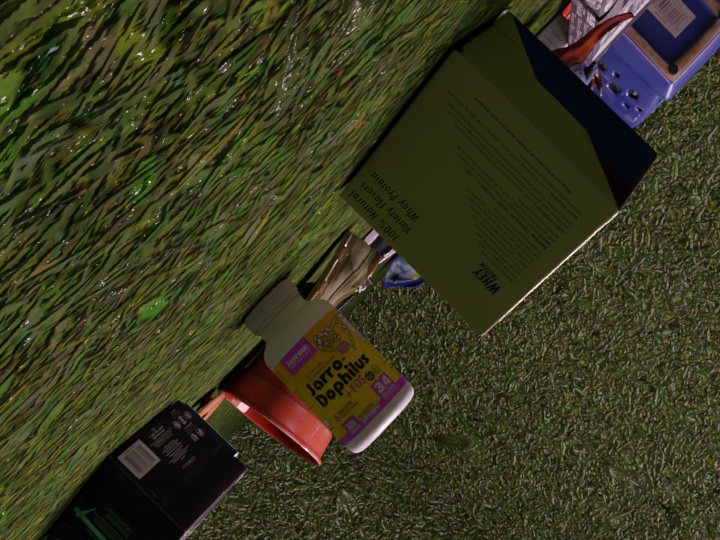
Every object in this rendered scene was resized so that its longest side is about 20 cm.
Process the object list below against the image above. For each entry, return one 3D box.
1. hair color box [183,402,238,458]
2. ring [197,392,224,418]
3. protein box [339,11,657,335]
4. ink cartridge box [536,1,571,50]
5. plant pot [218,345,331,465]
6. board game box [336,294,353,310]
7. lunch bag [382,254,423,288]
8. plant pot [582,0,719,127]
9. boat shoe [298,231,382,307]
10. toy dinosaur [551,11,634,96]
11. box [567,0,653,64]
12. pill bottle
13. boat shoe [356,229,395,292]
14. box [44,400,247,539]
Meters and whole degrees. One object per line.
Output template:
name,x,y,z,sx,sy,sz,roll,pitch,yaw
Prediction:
hair color box,-0.229,0.266,1.379,0.060,0.100,0.200,-43,168,-28
ring,-0.280,0.254,1.526,0.200,0.019,0.200,-46,176,-4
protein box,0.128,-0.090,0.961,0.200,0.199,0.135,-48,176,40
ink cartridge box,0.281,-0.326,1.483,0.174,0.044,0.200,-45,177,-7
plant pot,-0.090,0.172,1.624,0.196,0.200,0.201,-54,179,-15
board game box,-0.104,0.133,2.262,0.200,0.028,0.135,-49,176,41
lunch bag,0.167,-0.032,3.060,0.199,0.128,0.170,-33,-174,31
plant pot,0.445,-0.369,1.567,0.200,0.200,0.180,-45,-178,-5
boat shoe,-0.054,0.022,1.377,0.200,0.063,0.073,-41,-167,38
toy dinosaur,0.209,-0.240,1.205,0.181,0.105,0.202,-3,121,-53
box,0.334,-0.367,1.284,0.158,0.050,0.200,-46,165,-3
pill bottle,-0.040,0.105,1.167,0.104,0.200,0.104,-46,177,-4
boat shoe,0.000,0.000,1.665,0.200,0.060,0.076,-47,177,16
box,-0.260,0.285,1.212,0.200,0.124,0.148,-50,175,31
